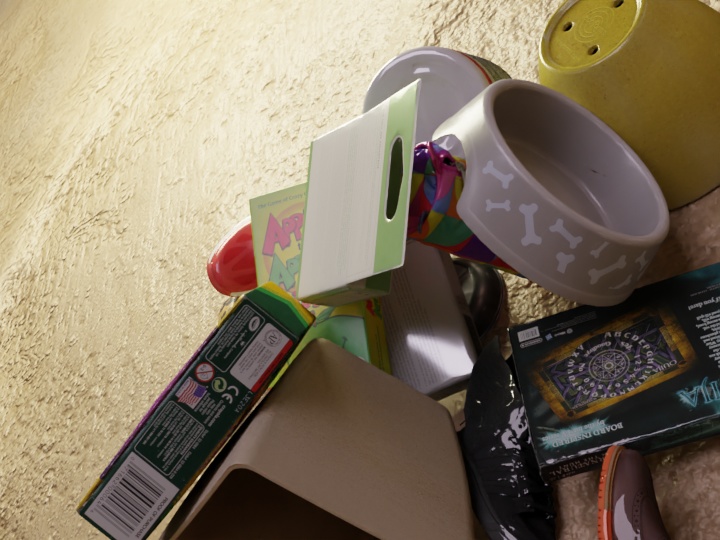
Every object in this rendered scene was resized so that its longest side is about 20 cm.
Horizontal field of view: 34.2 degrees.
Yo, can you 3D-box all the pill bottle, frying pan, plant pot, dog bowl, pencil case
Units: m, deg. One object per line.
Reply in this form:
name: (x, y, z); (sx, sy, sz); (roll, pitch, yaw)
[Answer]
pill bottle: (0.089, -0.141, 1.083); (0.119, 0.200, 0.120); (2, 97, 20)
frying pan: (0.053, 0.038, 1.122); (0.190, 0.031, 0.115); (-8, 53, 39)
plant pot: (0.233, -0.168, 1.008); (0.200, 0.142, 0.200); (-26, 44, 29)
plant pot: (-0.028, 0.177, 0.930); (0.200, 0.199, 0.177); (-51, 14, 41)
dog bowl: (0.152, -0.067, 0.898); (0.059, 0.200, 0.200); (-52, 32, 35)
pencil case: (0.116, -0.043, 0.976); (0.088, 0.200, 0.089); (-33, 49, 48)

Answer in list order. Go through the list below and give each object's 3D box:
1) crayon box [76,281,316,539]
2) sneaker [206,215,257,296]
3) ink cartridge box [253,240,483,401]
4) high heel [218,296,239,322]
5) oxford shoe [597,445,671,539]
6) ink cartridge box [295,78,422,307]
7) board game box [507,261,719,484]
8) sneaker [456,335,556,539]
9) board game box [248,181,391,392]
crayon box: (-0.119, 0.107, 0.913); (0.200, 0.058, 0.173); (-52, -1, 4)
sneaker: (-0.061, -0.046, 1.183); (0.200, 0.078, 0.116); (-34, 1, -21)
ink cartridge box: (0.008, 0.038, 1.074); (0.173, 0.044, 0.201); (-25, 68, 20)
high heel: (-0.102, 0.040, 1.202); (0.200, 0.071, 0.143); (134, 146, -52)
oxford shoe: (0.208, 0.210, 0.780); (0.072, 0.071, 0.201); (-19, 64, 26)
ink cartridge box: (0.011, -0.054, 0.928); (0.200, 0.048, 0.146); (-16, 66, 61)
board game box: (0.218, 0.072, 0.877); (0.199, 0.028, 0.136); (-18, 46, 14)
sneaker: (0.127, 0.146, 0.927); (0.104, 0.060, 0.200); (-50, 34, 9)
board game box: (-0.037, 0.022, 1.048); (0.101, 0.048, 0.201); (-15, 72, 22)
